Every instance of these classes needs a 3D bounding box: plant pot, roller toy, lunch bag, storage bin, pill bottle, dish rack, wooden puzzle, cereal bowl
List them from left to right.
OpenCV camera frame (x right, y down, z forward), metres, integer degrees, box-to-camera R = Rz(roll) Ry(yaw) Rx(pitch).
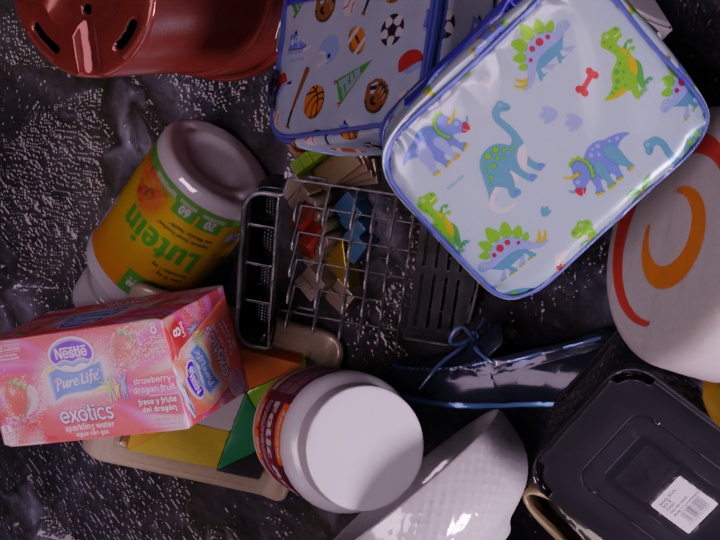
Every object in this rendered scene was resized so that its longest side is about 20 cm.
[{"bbox_3d":[-0.171,-0.246,1.281,0.199,0.195,0.204,8,107,28],"label":"plant pot"},{"bbox_3d":[-0.177,-0.028,1.392,0.111,0.111,0.200,47,121,11],"label":"pill bottle"},{"bbox_3d":[-0.134,0.117,1.395,0.198,0.037,0.187,16,116,-13],"label":"wooden puzzle"},{"bbox_3d":[-0.019,0.138,1.281,0.200,0.113,0.115,172,78,-77],"label":"pill bottle"},{"bbox_3d":[0.000,0.000,1.281,0.197,0.055,0.155,9,125,4],"label":"dish rack"},{"bbox_3d":[0.009,-0.169,1.168,0.199,0.075,0.163,3,84,49],"label":"lunch bag"},{"bbox_3d":[0.061,0.206,1.257,0.200,0.200,0.084,-40,89,32],"label":"cereal bowl"},{"bbox_3d":[0.119,-0.097,1.040,0.200,0.083,0.161,-43,103,13],"label":"lunch bag"},{"bbox_3d":[0.244,0.148,1.166,0.199,0.094,0.136,37,120,-1],"label":"storage bin"},{"bbox_3d":[0.273,-0.008,1.078,0.183,0.138,0.202,-55,29,40],"label":"roller toy"}]

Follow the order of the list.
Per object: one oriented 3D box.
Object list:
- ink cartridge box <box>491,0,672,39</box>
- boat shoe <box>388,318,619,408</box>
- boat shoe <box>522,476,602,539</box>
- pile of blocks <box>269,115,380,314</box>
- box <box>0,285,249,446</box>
[{"bbox_3d":[0.116,-0.168,1.164,0.200,0.087,0.146,-50,48,32],"label":"ink cartridge box"},{"bbox_3d":[0.119,0.071,1.271,0.197,0.084,0.070,-3,102,15],"label":"boat shoe"},{"bbox_3d":[0.213,0.234,1.249,0.199,0.076,0.072,33,115,18],"label":"boat shoe"},{"bbox_3d":[-0.029,-0.059,1.325,0.081,0.062,0.203,-6,100,32],"label":"pile of blocks"},{"bbox_3d":[-0.208,0.082,1.308,0.198,0.102,0.096,-8,101,30],"label":"box"}]
